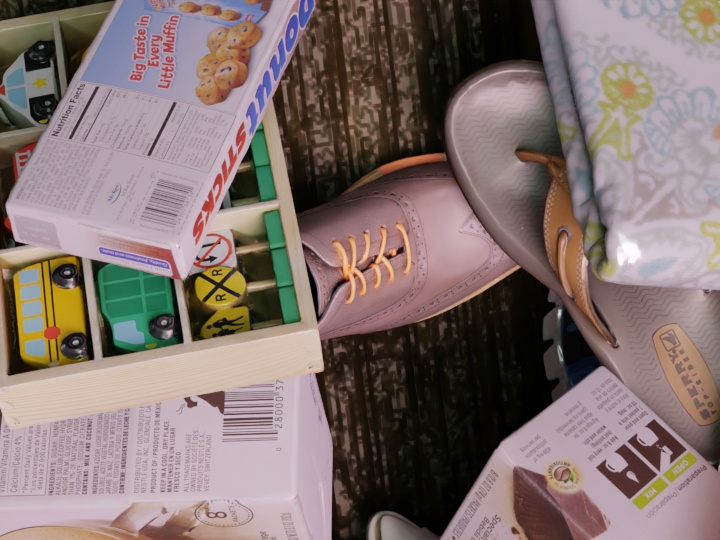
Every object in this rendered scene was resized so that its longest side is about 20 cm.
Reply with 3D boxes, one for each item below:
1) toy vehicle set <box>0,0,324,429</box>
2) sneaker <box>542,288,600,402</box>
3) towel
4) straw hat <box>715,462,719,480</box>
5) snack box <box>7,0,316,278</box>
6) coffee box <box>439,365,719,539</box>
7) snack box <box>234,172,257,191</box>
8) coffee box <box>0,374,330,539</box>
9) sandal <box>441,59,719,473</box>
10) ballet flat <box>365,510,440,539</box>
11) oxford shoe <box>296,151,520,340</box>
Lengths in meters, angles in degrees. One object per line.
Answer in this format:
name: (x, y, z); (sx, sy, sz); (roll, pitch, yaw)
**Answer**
toy vehicle set: (-0.090, -0.032, 0.947); (0.123, 0.201, 0.027); (-11, 139, -3)
sneaker: (0.140, 0.070, 1.052); (0.086, 0.075, 0.202); (-11, 93, -38)
towel: (0.157, -0.080, 0.974); (0.170, 0.048, 0.201); (0, 60, -18)
straw hat: (0.250, 0.080, 0.961); (0.200, 0.085, 0.202); (-20, 140, -17)
snack box: (-0.068, -0.086, 0.942); (0.071, 0.024, 0.201); (12, 54, 15)
coffee box: (0.127, 0.154, 0.952); (0.200, 0.080, 0.113); (43, 136, 16)
snack box: (-0.137, -0.010, 0.996); (0.199, 0.072, 0.024); (-15, 100, -4)
coffee box: (-0.116, 0.083, 0.961); (0.198, 0.113, 0.080); (-3, 61, 6)
sandal: (0.106, -0.003, 0.974); (0.081, 0.055, 0.201); (-27, 82, -3)
ballet flat: (-0.010, 0.138, 1.038); (0.198, 0.072, 0.072); (-4, 99, -4)
oxford shoe: (0.000, 0.000, 1.012); (0.199, 0.073, 0.072); (-19, 101, -6)
